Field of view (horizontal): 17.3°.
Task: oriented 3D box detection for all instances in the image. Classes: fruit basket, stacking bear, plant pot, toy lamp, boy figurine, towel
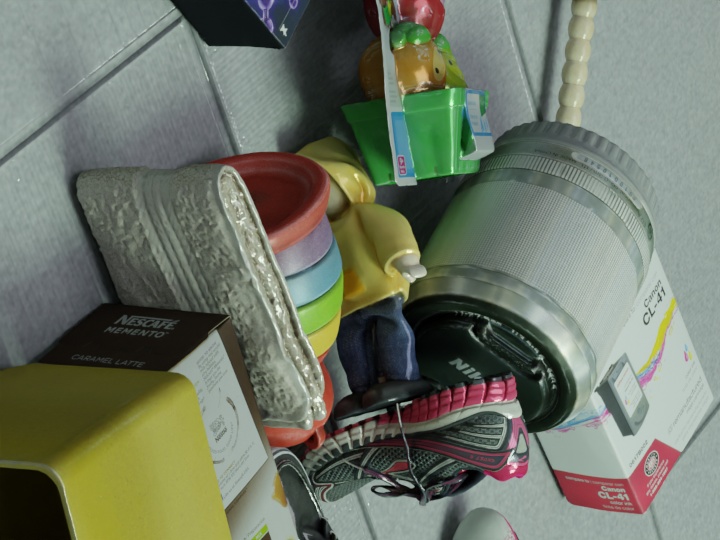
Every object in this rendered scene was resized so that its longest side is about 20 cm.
[{"bbox_3d":[0.043,-0.162,1.703,0.185,0.093,0.202,-9,98,-77],"label":"fruit basket"},{"bbox_3d":[-0.064,0.031,1.623,0.113,0.121,0.201,-32,129,-39],"label":"stacking bear"},{"bbox_3d":[-0.186,0.157,1.426,0.176,0.199,0.201,-40,125,-50],"label":"plant pot"},{"bbox_3d":[0.175,-0.174,1.926,0.058,0.058,0.202,11,89,-51],"label":"toy lamp"},{"bbox_3d":[0.000,0.000,1.686,0.064,0.124,0.202,-9,84,-41],"label":"boy figurine"},{"bbox_3d":[-0.104,0.019,1.540,0.035,0.132,0.201,-48,127,-42],"label":"towel"}]

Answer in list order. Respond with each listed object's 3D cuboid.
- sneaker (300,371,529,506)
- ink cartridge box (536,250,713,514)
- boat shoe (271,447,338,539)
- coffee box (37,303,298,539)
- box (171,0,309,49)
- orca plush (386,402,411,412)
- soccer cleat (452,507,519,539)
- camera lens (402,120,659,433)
[{"bbox_3d":[0.035,0.135,1.687,0.080,0.199,0.075,-8,79,-47],"label":"sneaker"},{"bbox_3d":[0.206,0.082,1.976,0.148,0.085,0.201,-52,133,-32],"label":"ink cartridge box"},{"bbox_3d":[-0.035,0.220,1.710,0.070,0.066,0.202,-30,118,-45],"label":"boat shoe"},{"bbox_3d":[-0.121,0.130,1.551,0.080,0.114,0.201,-43,127,-44],"label":"coffee box"},{"bbox_3d":[-0.071,-0.271,1.591,0.141,0.078,0.201,50,58,-45],"label":"box"},{"bbox_3d":[0.079,0.063,1.854,0.105,0.071,0.201,30,54,-1],"label":"orca plush"},{"bbox_3d":[0.083,0.290,1.864,0.086,0.069,0.202,-1,96,-51],"label":"soccer cleat"},{"bbox_3d":[0.124,0.008,1.762,0.201,0.159,0.161,-60,136,-36],"label":"camera lens"}]
